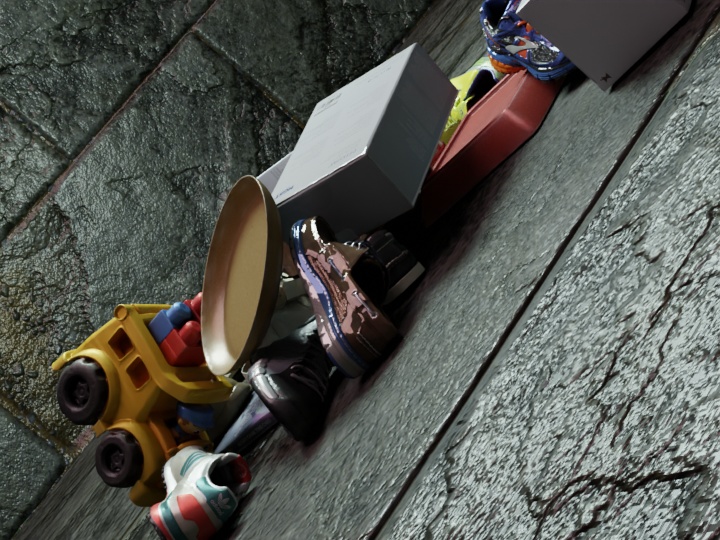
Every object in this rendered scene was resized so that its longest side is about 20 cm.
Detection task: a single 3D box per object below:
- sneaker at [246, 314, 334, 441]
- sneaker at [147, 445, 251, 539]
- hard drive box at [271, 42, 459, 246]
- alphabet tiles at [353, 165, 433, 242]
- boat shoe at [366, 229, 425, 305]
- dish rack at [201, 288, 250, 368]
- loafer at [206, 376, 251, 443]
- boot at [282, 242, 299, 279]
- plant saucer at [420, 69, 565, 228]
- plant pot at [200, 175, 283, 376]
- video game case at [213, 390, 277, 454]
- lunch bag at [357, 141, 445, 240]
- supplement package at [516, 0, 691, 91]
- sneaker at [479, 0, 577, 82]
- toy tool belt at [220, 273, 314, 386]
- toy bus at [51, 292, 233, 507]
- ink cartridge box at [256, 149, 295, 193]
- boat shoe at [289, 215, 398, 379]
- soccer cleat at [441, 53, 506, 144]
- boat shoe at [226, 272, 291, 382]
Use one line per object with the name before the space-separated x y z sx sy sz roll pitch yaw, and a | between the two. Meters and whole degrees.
sneaker | -0.045 0.084 1.344 0.115 0.075 0.200 -38 16 1
sneaker | -0.143 0.210 1.369 0.093 0.071 0.200 -31 9 6
hard drive box | 0.001 -0.122 1.458 0.155 0.077 0.201 -27 27 38
alphabet tiles | 0.025 -0.053 1.570 0.167 0.008 0.200 -50 -10 8
boat shoe | 0.000 0.000 1.448 0.072 0.068 0.200 -48 9 -20
dish rack | -0.210 0.099 1.763 0.200 0.055 0.154 -37 28 19
loafer | -0.188 0.170 1.687 0.076 0.067 0.200 -55 3 -37
boot | -0.090 -0.016 1.596 0.200 0.073 0.076 -31 63 44
plant saucer | 0.147 -0.161 1.530 0.200 0.037 0.200 -42 11 45
plant pot | -0.116 0.007 1.401 0.200 0.027 0.202 -170 90 -68
video game case | -0.085 0.128 1.540 0.200 0.019 0.143 -40 12 46
lunch bag | 0.011 -0.080 1.681 0.177 0.082 0.200 -57 -5 33
supplement package | 0.236 -0.274 1.285 0.110 0.114 0.200 -44 11 38
sneaker | 0.179 -0.243 1.436 0.075 0.079 0.200 -41 25 -18
toy tool belt | -0.121 0.051 1.582 0.125 0.123 0.200 -52 8 -16
toy bus | -0.204 0.125 1.512 0.192 0.201 0.135 -43 -23 22
ink cartridge box | -0.041 -0.111 1.669 0.199 0.057 0.163 -34 -18 -13
boat shoe | -0.009 0.013 1.323 0.072 0.072 0.201 -34 46 12
soccer cleat | 0.128 -0.201 1.710 0.200 0.065 0.084 -40 15 50
boat shoe | -0.129 0.097 1.773 0.202 0.063 0.074 -52 29 -16
